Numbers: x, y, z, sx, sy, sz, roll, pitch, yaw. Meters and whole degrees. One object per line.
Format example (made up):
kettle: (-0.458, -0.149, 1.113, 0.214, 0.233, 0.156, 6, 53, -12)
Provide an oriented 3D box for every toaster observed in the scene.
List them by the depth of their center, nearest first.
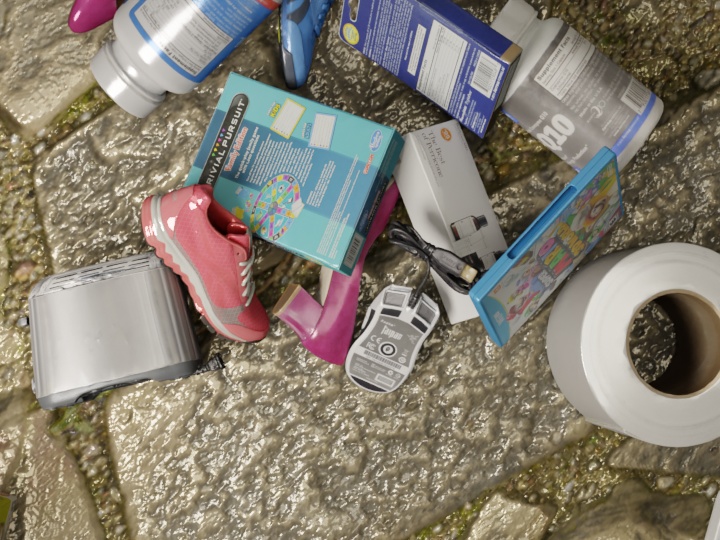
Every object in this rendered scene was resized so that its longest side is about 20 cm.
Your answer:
toaster: (-0.245, 0.059, 1.078, 0.197, 0.114, 0.131, -13, 87, -3)

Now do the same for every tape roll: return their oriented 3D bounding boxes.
tape roll: (0.308, 0.076, 1.108, 0.199, 0.139, 0.206, 0, 87, -5)

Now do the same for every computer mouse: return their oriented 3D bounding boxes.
computer mouse: (0.042, 0.045, 1.102, 0.108, 0.044, 0.201, 24, 124, -8)

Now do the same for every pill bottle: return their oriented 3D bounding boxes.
pill bottle: (-0.181, -0.254, 1.079, 0.199, 0.112, 0.113, -40, 91, 17)
pill bottle: (0.211, -0.194, 1.124, 0.199, 0.114, 0.114, 37, 85, -2)

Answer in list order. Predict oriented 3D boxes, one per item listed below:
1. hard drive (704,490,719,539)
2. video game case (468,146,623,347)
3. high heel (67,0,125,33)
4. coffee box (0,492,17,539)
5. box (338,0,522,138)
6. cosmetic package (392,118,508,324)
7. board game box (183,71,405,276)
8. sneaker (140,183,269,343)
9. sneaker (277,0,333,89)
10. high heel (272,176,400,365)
hard drive: (0.474, 0.338, 1.167, 0.197, 0.026, 0.134, 18, 86, -4)
video game case: (0.195, -0.020, 1.085, 0.200, 0.143, 0.018, -46, 63, -5)
high heel: (-0.213, -0.302, 1.114, 0.096, 0.067, 0.200, 42, 82, 9)
coffee box: (-0.474, 0.301, 1.006, 0.197, 0.198, 0.203, 17, 87, -4)
box: (0.067, -0.236, 1.095, 0.199, 0.122, 0.032, 36, 62, 12)
cosmetic package: (0.101, -0.054, 1.123, 0.082, 0.050, 0.203, -22, 90, -43)
board game box: (-0.073, -0.102, 1.096, 0.198, 0.047, 0.153, 22, 86, 19)
sneaker: (-0.136, -0.004, 1.067, 0.086, 0.074, 0.201, -22, 124, 19)
sneaker: (-0.052, -0.296, 1.131, 0.077, 0.066, 0.204, 1, 87, -8)
high heel: (0.000, 0.000, 1.129, 0.096, 0.067, 0.201, 40, 78, -18)
